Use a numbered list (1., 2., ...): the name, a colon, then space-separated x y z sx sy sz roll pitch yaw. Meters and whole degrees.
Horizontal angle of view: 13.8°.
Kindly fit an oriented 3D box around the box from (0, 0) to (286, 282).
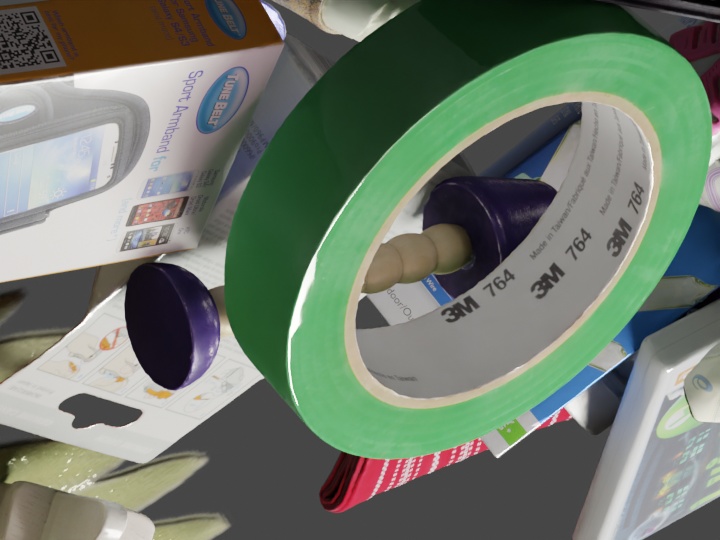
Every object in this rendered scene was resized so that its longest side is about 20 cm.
1. box: -0.116 -0.046 1.084 0.200 0.042 0.119 -9 145 -29

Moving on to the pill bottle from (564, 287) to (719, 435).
1. pill bottle: 0.166 -0.013 1.436 0.200 0.112 0.112 -39 155 8

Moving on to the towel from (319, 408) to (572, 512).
1. towel: 0.077 0.057 1.557 0.200 0.022 0.145 -18 151 -33

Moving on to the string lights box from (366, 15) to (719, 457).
1. string lights box: 0.108 -0.020 1.349 0.200 0.103 0.059 -38 -173 6

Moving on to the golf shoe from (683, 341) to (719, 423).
1. golf shoe: 0.216 0.045 1.354 0.097 0.078 0.200 -29 156 27

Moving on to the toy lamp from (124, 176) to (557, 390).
1. toy lamp: 0.000 0.000 1.213 0.200 0.058 0.058 -13 148 -33

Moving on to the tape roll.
1. tape roll: 0.043 -0.020 1.144 0.200 0.048 0.201 -25 141 -23

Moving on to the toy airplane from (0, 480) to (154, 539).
1. toy airplane: -0.143 0.191 1.310 0.199 0.200 0.141 -36 121 18

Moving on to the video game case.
1. video game case: 0.194 0.052 1.428 0.182 0.023 0.200 -26 155 -21

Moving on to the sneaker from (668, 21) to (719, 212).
1. sneaker: 0.193 -0.085 1.242 0.088 0.081 0.200 22 146 -23

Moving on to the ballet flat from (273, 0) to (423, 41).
1. ballet flat: 0.030 -0.112 1.140 0.200 0.067 0.068 -3 141 -49

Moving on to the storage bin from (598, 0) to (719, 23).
1. storage bin: 0.120 -0.177 1.110 0.135 0.094 0.200 -48 152 26

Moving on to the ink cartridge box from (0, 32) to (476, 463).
1. ink cartridge box: -0.062 -0.003 1.251 0.200 0.047 0.160 -38 156 13
